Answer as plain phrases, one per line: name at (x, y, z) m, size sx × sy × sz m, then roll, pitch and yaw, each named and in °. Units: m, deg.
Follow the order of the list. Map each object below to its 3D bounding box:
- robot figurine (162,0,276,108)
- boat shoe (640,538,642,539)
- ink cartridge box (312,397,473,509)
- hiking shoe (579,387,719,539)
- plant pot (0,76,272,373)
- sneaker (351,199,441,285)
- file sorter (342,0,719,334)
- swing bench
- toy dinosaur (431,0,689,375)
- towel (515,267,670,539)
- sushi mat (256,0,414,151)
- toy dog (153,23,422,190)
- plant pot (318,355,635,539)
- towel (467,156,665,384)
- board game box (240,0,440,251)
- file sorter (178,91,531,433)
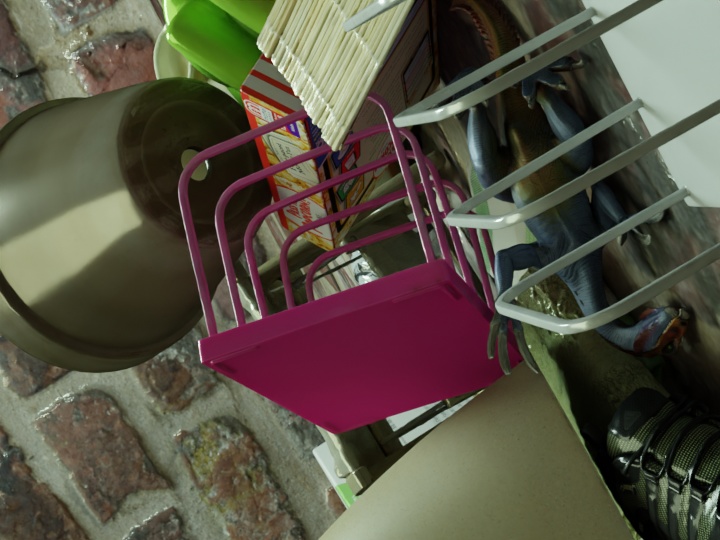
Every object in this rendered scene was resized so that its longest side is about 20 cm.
robot figurine at (-0.060, -0.194, 0.948) m, size 0.115 × 0.176 × 0.200 m, roll 31°, pitch -148°, yaw -6°
boat shoe at (0.205, 0.184, 0.883) m, size 0.201 × 0.063 × 0.073 m, roll 48°, pitch -159°, yaw -83°
ink cartridge box at (0.079, 0.163, 1.237) m, size 0.084 × 0.200 × 0.146 m, roll 61°, pitch 174°, yaw -29°
hiking shoe at (0.171, 0.107, 0.724) m, size 0.101 × 0.076 × 0.200 m, roll 42°, pitch 162°, yaw -2°
plant pot at (-0.151, -0.045, 0.972) m, size 0.173 × 0.200 × 0.200 m, roll -25°, pitch 97°, yaw 48°
sneaker at (0.015, -0.051, 1.349) m, size 0.115 × 0.075 × 0.200 m, roll 61°, pitch 168°, yaw -3°
file sorter at (0.074, -0.088, 0.567) m, size 0.200 × 0.124 × 0.139 m, roll 61°, pitch 173°, yaw -8°
swing bench at (0.026, 0.047, 1.137) m, size 0.199 × 0.200 × 0.130 m, roll 59°, pitch 173°, yaw 11°
toy dinosaur at (0.122, -0.039, 0.783) m, size 0.182 × 0.105 × 0.200 m, roll 54°, pitch -148°, yaw -37°
towel at (0.148, 0.084, 0.917) m, size 0.149 × 0.036 × 0.200 m, roll 55°, pitch 168°, yaw 27°
sushi mat at (0.005, -0.165, 0.709) m, size 0.096 × 0.012 × 0.200 m, roll 53°, pitch 131°, yaw 32°
toy dog at (-0.039, -0.123, 1.134) m, size 0.200 × 0.139 × 0.194 m, roll 22°, pitch -134°, yaw -44°
plant pot at (0.059, 0.178, 0.833) m, size 0.188 × 0.200 × 0.187 m, roll 61°, pitch -175°, yaw -9°
towel at (0.136, 0.023, 0.964) m, size 0.200 × 0.031 × 0.149 m, roll 56°, pitch 172°, yaw 31°
board game box at (-0.005, -0.117, 0.900) m, size 0.046 × 0.152 × 0.200 m, roll 27°, pitch 163°, yaw 14°
file sorter at (0.000, 0.000, 0.832) m, size 0.200 × 0.139 × 0.126 m, roll 41°, pitch -148°, yaw -64°
